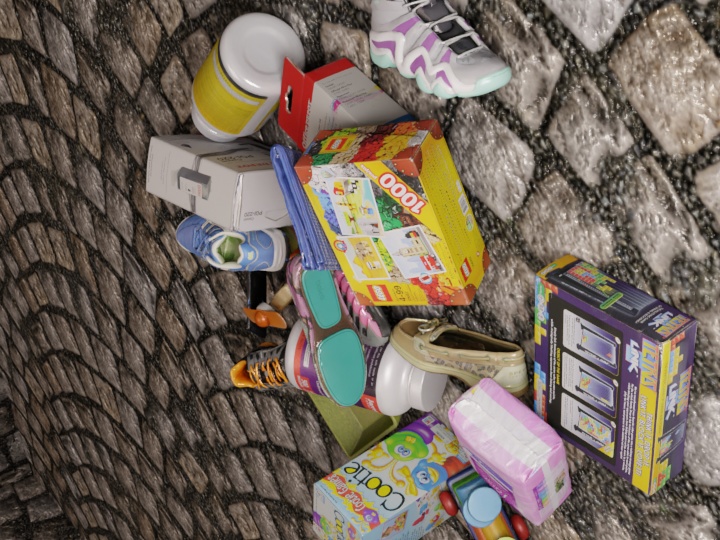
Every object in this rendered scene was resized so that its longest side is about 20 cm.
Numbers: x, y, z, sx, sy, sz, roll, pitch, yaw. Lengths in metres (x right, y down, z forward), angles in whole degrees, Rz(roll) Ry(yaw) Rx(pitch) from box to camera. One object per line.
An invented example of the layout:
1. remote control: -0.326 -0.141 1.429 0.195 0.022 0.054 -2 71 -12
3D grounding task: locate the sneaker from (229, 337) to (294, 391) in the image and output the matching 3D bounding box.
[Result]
1. sneaker: -0.126 0.147 1.700 0.200 0.077 0.079 -18 96 60

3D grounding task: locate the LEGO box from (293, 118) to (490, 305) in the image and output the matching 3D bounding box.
1. LEGO box: 0.038 -0.060 1.264 0.148 0.077 0.200 -2 130 32

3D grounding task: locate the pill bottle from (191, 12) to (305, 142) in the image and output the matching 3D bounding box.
1. pill bottle: -0.155 -0.241 1.483 0.112 0.112 0.200 61 151 3

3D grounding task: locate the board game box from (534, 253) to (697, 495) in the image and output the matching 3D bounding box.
1. board game box: 0.255 0.105 1.171 0.165 0.057 0.201 31 139 40

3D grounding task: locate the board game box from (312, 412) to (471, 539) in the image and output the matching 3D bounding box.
1. board game box: 0.046 0.296 1.517 0.103 0.200 0.105 41 144 33

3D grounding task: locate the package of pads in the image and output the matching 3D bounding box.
1. package of pads: 0.172 0.206 1.295 0.120 0.076 0.200 42 170 27

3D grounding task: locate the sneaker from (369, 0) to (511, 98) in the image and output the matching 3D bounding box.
1. sneaker: 0.069 -0.258 1.145 0.200 0.078 0.140 29 138 44

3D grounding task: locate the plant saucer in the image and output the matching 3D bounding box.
1. plant saucer: -0.018 0.156 1.660 0.200 0.048 0.200 57 151 9

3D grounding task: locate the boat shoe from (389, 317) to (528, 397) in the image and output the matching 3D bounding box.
1. boat shoe: 0.118 0.090 1.372 0.199 0.073 0.063 20 125 37

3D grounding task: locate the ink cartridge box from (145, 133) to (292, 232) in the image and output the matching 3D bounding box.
1. ink cartridge box: -0.174 -0.123 1.548 0.200 0.145 0.085 26 116 40

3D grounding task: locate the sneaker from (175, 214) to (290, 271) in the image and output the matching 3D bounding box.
1. sneaker: -0.185 -0.042 1.531 0.199 0.077 0.076 10 101 42

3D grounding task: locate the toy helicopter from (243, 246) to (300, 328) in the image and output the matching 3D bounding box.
1. toy helicopter: -0.097 0.030 1.516 0.079 0.132 0.200 50 179 0

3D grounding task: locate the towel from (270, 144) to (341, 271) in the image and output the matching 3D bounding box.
1. towel: -0.057 -0.066 1.303 0.200 0.024 0.145 1 -109 -82

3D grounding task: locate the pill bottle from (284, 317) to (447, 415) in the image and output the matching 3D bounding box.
1. pill bottle: 0.008 0.122 1.490 0.199 0.112 0.113 13 127 28

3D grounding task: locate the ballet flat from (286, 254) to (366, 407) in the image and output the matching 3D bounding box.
1. ballet flat: -0.044 0.070 1.409 0.071 0.069 0.201 23 134 64

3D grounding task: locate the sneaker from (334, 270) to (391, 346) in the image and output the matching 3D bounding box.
1. sneaker: 0.000 0.000 1.447 0.201 0.095 0.079 62 155 20

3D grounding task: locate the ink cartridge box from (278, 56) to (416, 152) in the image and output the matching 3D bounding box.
1. ink cartridge box: -0.012 -0.168 1.361 0.200 0.067 0.116 46 146 27

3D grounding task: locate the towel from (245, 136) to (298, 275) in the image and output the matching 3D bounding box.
1. towel: -0.135 -0.091 1.672 0.200 0.023 0.144 51 150 21

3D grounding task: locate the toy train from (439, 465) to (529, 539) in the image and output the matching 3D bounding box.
1. toy train: 0.178 0.347 1.426 0.201 0.084 0.116 63 177 0

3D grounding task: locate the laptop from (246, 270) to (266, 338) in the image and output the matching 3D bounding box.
1. laptop: -0.197 -0.005 1.682 0.177 0.103 0.201 70 -161 -82
